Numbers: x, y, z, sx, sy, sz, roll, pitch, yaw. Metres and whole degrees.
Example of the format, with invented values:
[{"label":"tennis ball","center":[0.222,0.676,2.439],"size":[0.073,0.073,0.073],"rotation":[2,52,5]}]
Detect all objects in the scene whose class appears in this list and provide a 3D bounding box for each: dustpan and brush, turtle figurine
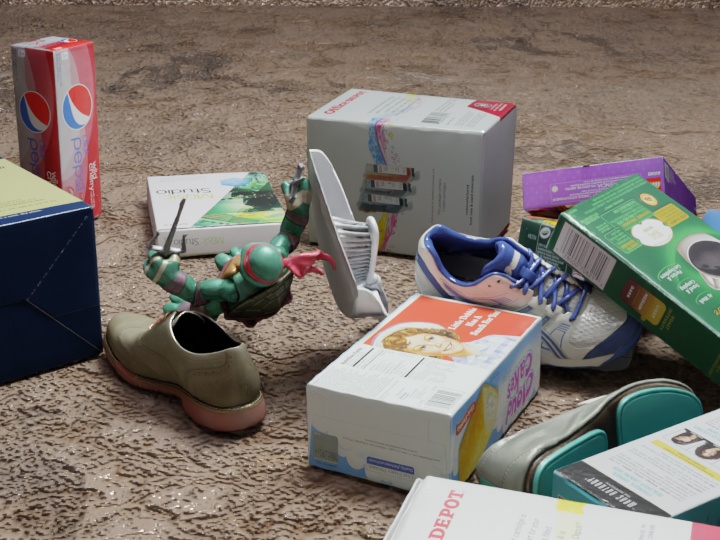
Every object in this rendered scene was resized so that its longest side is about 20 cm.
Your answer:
[{"label":"dustpan and brush","center":[0.000,0.000,1.031],"size":[0.057,0.201,0.141],"rotation":[-14,61,-10]},{"label":"turtle figurine","center":[-0.099,-0.004,0.976],"size":[0.148,0.102,0.200],"rotation":[-21,-8,-22]}]

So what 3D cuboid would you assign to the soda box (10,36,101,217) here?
[{"label":"soda box","center":[-0.334,-0.151,1.342],"size":[0.063,0.203,0.070],"rotation":[11,23,26]}]

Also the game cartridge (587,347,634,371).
[{"label":"game cartridge","center":[0.153,0.039,1.101],"size":[0.197,0.041,0.133],"rotation":[8,25,17]}]

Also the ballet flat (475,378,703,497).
[{"label":"ballet flat","center":[0.161,0.116,0.857],"size":[0.198,0.068,0.063],"rotation":[-15,18,-38]}]

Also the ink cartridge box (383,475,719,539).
[{"label":"ink cartridge box","center":[0.107,0.190,0.633],"size":[0.197,0.085,0.145],"rotation":[8,21,17]}]

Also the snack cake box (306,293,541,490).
[{"label":"snack cake box","center":[0.053,0.088,0.922],"size":[0.114,0.068,0.200],"rotation":[9,22,25]}]

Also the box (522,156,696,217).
[{"label":"box","center":[0.255,-0.067,1.220],"size":[0.135,0.040,0.200],"rotation":[-5,-10,24]}]

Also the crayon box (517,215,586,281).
[{"label":"crayon box","center":[0.264,-0.013,1.152],"size":[0.198,0.052,0.127],"rotation":[4,10,-27]}]

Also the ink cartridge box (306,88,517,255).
[{"label":"ink cartridge box","center":[0.055,-0.107,1.322],"size":[0.197,0.147,0.145],"rotation":[9,23,19]}]

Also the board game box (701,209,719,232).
[{"label":"board game box","center":[0.352,0.025,1.066],"size":[0.157,0.039,0.200],"rotation":[29,42,14]}]

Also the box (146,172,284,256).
[{"label":"box","center":[-0.163,-0.066,1.360],"size":[0.142,0.037,0.200],"rotation":[-4,22,-12]}]

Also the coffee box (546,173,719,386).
[{"label":"coffee box","center":[0.262,0.007,0.988],"size":[0.200,0.044,0.122],"rotation":[40,43,25]}]

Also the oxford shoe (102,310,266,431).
[{"label":"oxford shoe","center":[-0.143,0.059,0.977],"size":[0.070,0.075,0.199],"rotation":[-21,29,-40]}]

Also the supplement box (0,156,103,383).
[{"label":"supplement box","center":[-0.355,0.002,1.033],"size":[0.198,0.136,0.199],"rotation":[-16,27,-37]}]

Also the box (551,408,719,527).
[{"label":"box","center":[0.225,0.144,0.807],"size":[0.198,0.050,0.082],"rotation":[-13,24,-32]}]

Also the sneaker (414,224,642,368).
[{"label":"sneaker","center":[0.134,0.020,1.002],"size":[0.198,0.089,0.076],"rotation":[14,60,18]}]
